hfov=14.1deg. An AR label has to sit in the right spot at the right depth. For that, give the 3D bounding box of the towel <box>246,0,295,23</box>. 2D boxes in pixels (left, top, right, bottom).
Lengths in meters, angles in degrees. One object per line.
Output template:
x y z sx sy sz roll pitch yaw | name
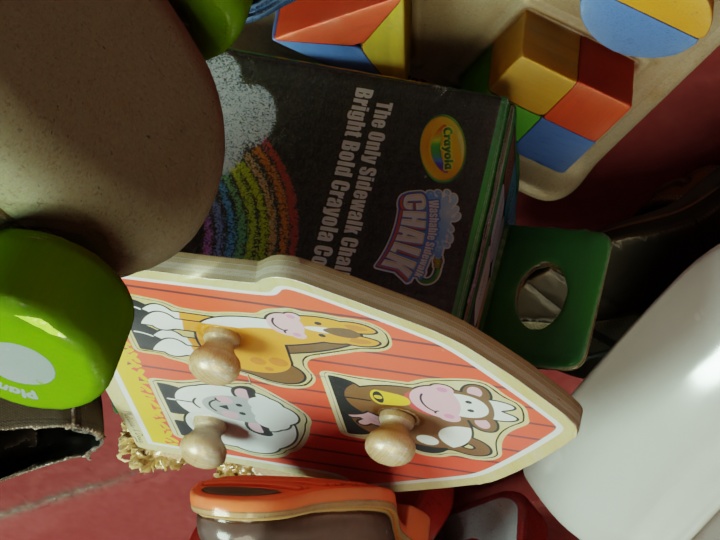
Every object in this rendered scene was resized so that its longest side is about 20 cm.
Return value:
-0.056 -0.106 1.033 0.200 0.112 0.049 -25 99 -5 | towel

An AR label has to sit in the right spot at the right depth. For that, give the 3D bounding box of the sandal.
0.153 -0.019 1.253 0.200 0.055 0.082 -36 114 19 | sandal

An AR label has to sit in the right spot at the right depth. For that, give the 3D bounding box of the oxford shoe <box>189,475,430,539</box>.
-0.017 0.125 1.199 0.071 0.073 0.200 2 169 22 | oxford shoe

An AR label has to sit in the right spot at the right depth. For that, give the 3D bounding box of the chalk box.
0.000 0.000 1.199 0.200 0.125 0.124 12 155 8 | chalk box

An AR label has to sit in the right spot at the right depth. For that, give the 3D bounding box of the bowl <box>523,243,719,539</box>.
0.190 0.059 1.248 0.200 0.075 0.200 -5 148 -36 | bowl

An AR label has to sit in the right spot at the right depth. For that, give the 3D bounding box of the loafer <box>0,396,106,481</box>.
-0.194 0.082 1.196 0.200 0.071 0.073 -28 151 -3 | loafer

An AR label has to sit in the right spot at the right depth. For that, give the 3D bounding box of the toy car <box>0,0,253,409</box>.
-0.155 -0.051 0.888 0.200 0.164 0.158 -10 137 36 | toy car

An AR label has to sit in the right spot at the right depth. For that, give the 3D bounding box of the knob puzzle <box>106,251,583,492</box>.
-0.014 0.052 1.136 0.219 0.030 0.220 11 154 6 | knob puzzle

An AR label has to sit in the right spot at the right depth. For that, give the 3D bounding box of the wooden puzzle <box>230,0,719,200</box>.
0.059 -0.113 1.161 0.185 0.046 0.200 24 135 -18 | wooden puzzle

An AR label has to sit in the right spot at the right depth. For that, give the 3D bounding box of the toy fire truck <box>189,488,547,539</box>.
0.000 0.188 1.411 0.200 0.168 0.112 -20 132 27 | toy fire truck

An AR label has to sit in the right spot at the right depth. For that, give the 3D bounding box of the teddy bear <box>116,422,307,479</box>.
-0.032 0.079 1.327 0.145 0.067 0.200 -24 103 7 | teddy bear
